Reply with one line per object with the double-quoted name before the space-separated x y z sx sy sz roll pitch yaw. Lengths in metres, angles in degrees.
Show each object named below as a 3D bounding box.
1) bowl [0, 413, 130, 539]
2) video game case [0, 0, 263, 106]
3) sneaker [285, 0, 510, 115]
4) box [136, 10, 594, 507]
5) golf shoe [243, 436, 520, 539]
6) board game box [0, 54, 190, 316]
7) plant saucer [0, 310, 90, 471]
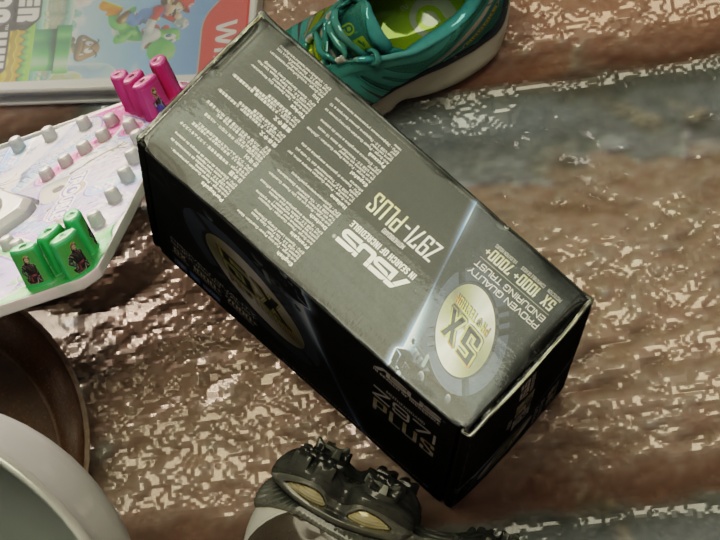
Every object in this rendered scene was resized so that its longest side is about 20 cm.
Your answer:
"bowl" -0.174 0.136 1.329 0.201 0.201 0.090 14 28 16
"video game case" -0.150 -0.152 1.585 0.200 0.017 0.143 -1 61 9
"sneaker" -0.013 -0.108 1.494 0.200 0.080 0.078 -34 76 -8
"box" 0.000 0.000 1.363 0.200 0.164 0.086 42 77 9
"golf shoe" 0.036 0.157 1.360 0.200 0.078 0.095 26 95 16
"board game box" -0.192 -0.025 1.427 0.200 0.026 0.200 -18 24 21
"plant saucer" -0.227 0.097 1.442 0.200 0.034 0.200 -2 66 5
